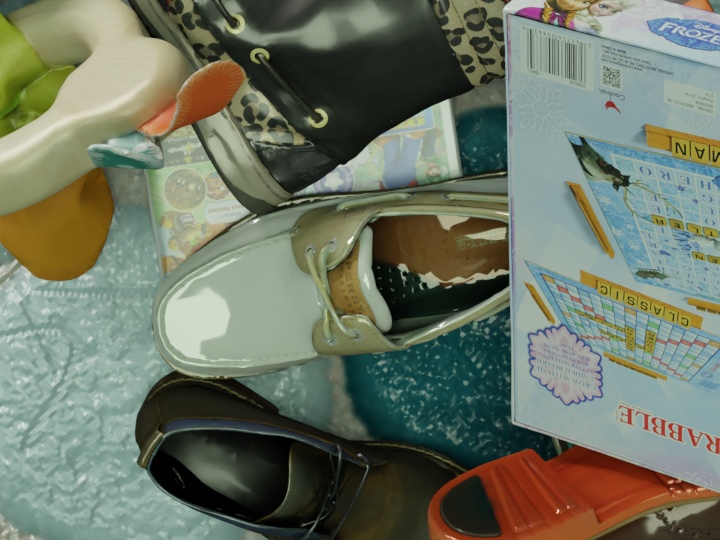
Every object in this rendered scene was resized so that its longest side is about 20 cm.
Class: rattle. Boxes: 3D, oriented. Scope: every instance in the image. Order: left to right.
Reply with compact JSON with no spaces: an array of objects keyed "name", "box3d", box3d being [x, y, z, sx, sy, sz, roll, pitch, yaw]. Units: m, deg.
[{"name":"rattle","box3d":[-0.102,-0.032,1.184,0.199,0.130,0.144,6,121,39]}]

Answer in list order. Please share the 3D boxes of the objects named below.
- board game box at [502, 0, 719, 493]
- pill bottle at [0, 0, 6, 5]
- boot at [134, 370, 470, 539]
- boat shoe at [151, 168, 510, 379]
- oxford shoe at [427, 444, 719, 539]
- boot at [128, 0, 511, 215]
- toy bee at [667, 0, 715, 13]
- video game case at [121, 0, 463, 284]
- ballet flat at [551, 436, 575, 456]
[{"name":"board game box","box3d":[0.151,-0.001,1.127,0.199,0.041,0.201,18,128,29]},{"name":"pill bottle","box3d":[-0.215,-0.198,1.231,0.112,0.112,0.201,-34,95,7]},{"name":"boot","box3d":[-0.012,0.108,1.264,0.199,0.097,0.075,21,98,1]},{"name":"boat shoe","box3d":[0.000,0.000,1.246,0.199,0.068,0.075,-19,96,6]},{"name":"oxford shoe","box3d":[0.122,0.105,1.218,0.199,0.071,0.073,-14,123,-15]},{"name":"boot","box3d":[-0.024,-0.139,1.220,0.150,0.073,0.201,-22,99,13]},{"name":"toy bee","box3d":[0.148,-0.087,1.201,0.130,0.109,0.201,-9,110,0]},{"name":"video game case","box3d":[-0.030,-0.073,1.282,0.142,0.018,0.201,-8,97,4]},{"name":"ballet flat","box3d":[0.116,0.092,1.272,0.067,0.062,0.201,-12,91,-13]}]
